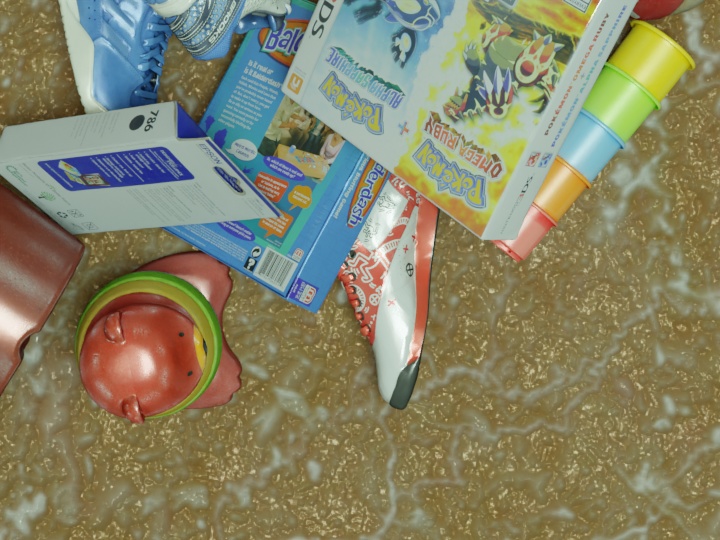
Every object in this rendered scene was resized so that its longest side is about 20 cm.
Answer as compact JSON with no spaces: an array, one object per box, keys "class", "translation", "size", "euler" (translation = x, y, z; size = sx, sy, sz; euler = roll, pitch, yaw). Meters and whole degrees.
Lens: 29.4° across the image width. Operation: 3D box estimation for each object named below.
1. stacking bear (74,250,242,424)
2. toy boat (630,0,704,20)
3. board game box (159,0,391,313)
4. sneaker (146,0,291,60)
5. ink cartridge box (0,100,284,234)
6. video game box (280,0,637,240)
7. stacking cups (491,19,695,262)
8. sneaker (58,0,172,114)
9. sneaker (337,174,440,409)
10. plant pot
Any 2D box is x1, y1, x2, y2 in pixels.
[{"class":"stacking bear","translation":[-0.147,0.055,0.964],"size":[0.113,0.200,0.122],"euler":[-6,94,-2]},{"class":"toy boat","translation":[0.190,-0.280,0.990],"size":[0.130,0.131,0.201],"euler":[-11,93,-8]},{"class":"board game box","translation":[-0.048,-0.091,0.994],"size":[0.152,0.045,0.200],"euler":[29,90,34]},{"class":"sneaker","translation":[-0.080,-0.216,0.986],"size":[0.200,0.077,0.085],"euler":[-49,123,-40]},{"class":"ink cartridge box","translation":[-0.154,-0.070,0.963],"size":[0.199,0.099,0.039],"euler":[-2,58,31]},{"class":"video game box","translation":[0.056,-0.147,0.869],"size":[0.200,0.047,0.183],"euler":[38,116,32]},{"class":"stacking cups","translation":[0.172,-0.092,1.042],"size":[0.060,0.061,0.200],"euler":[35,93,-4]},{"class":"sneaker","translation":[-0.155,-0.178,1.011],"size":[0.111,0.077,0.201],"euler":[-15,88,8]},{"class":"sneaker","translation":[0.000,-0.001,1.036],"size":[0.108,0.067,0.202],"euler":[7,91,0]},{"class":"plant pot","translation":[-0.314,-0.004,0.968],"size":[0.195,0.201,0.201],"euler":[32,92,-13]}]
